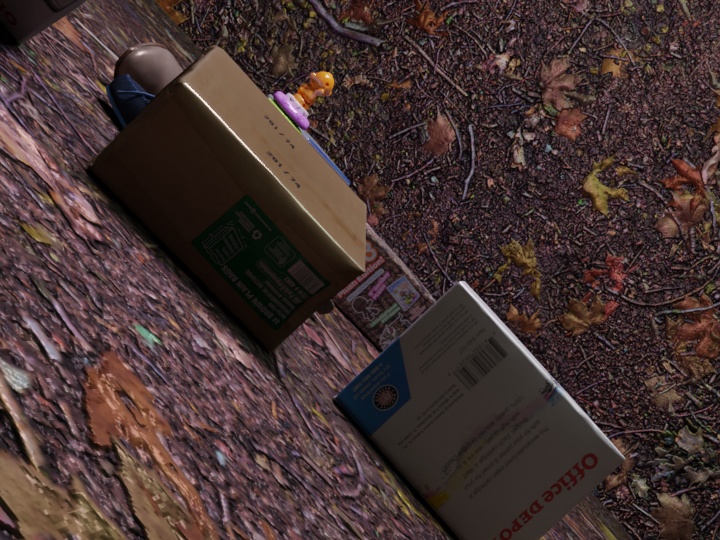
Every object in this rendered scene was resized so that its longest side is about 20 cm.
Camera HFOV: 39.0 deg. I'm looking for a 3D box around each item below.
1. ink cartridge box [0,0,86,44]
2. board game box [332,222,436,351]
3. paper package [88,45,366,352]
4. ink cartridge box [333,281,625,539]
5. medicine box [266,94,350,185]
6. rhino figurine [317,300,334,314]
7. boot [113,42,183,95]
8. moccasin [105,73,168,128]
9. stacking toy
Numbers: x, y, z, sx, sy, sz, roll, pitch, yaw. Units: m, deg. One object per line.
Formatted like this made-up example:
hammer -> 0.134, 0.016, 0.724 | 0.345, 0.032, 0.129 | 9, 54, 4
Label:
ink cartridge box -> -0.247, -0.287, 0.792 | 0.199, 0.084, 0.145 | -17, -64, 48
board game box -> 0.000, 0.000, 1.381 | 0.200, 0.097, 0.160 | 46, 4, -23
paper package -> -0.096, -0.065, 0.818 | 0.200, 0.103, 0.191 | 47, 14, -14
ink cartridge box -> 0.103, 0.131, 0.893 | 0.200, 0.147, 0.145 | 48, 4, 5
medicine box -> -0.143, -0.251, 2.192 | 0.182, 0.103, 0.200 | 43, 7, -49
rhino figurine -> -0.085, -0.040, 1.039 | 0.087, 0.060, 0.200 | 43, -8, 44
boot -> -0.202, -0.179, 1.178 | 0.146, 0.070, 0.200 | 50, 5, 2
moccasin -> -0.169, -0.122, 0.976 | 0.200, 0.068, 0.080 | 50, 5, 20
stacking toy -> -0.116, -0.217, 1.474 | 0.116, 0.200, 0.110 | 44, 6, -31
